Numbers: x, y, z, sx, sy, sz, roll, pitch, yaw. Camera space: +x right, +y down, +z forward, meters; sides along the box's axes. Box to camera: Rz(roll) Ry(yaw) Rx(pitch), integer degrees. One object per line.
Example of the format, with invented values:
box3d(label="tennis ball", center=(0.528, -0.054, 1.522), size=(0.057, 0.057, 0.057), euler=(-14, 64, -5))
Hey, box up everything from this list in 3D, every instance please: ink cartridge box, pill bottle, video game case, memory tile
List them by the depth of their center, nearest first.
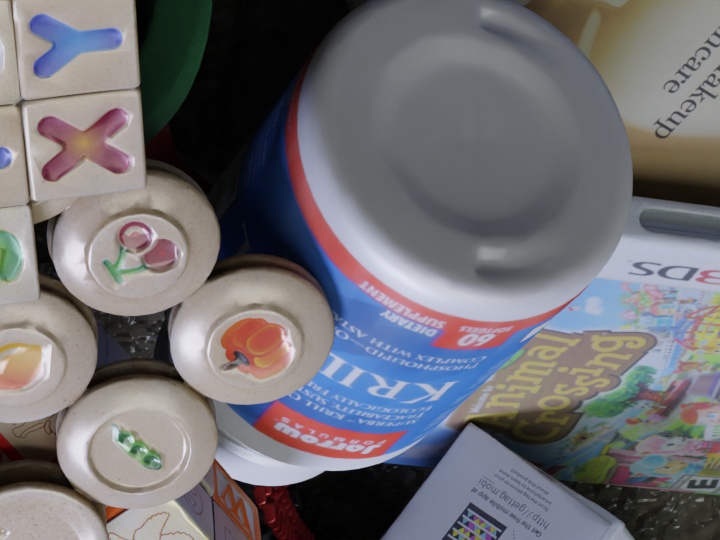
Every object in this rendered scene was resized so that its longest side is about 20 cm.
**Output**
box3d(label="memory tile", center=(-0.117, 0.010, 0.806), size=(0.153, 0.017, 0.200), euler=(-40, 122, 17))
box3d(label="pill bottle", center=(0.000, 0.000, 0.916), size=(0.111, 0.113, 0.200), euler=(3, 155, -21))
box3d(label="video game case", center=(0.107, 0.032, 1.044), size=(0.181, 0.022, 0.200), euler=(7, 151, -16))
box3d(label="ink cartridge box", center=(0.051, 0.187, 1.106), size=(0.176, 0.084, 0.200), euler=(-51, 146, -10))

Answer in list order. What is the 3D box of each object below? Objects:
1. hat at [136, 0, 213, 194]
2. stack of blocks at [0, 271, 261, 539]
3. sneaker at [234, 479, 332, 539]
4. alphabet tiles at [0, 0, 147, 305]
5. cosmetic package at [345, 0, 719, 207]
box3d(label="hat", center=(-0.141, -0.058, 0.902), size=(0.199, 0.166, 0.176), euler=(36, 152, -1))
box3d(label="stack of blocks", center=(-0.133, 0.054, 0.886), size=(0.115, 0.059, 0.200), euler=(-33, 116, 12))
box3d(label="sneaker", center=(-0.060, 0.127, 1.110), size=(0.095, 0.080, 0.201), euler=(-11, 130, 14))
box3d(label="alphabet tiles", center=(-0.157, -0.051, 0.735), size=(0.198, 0.006, 0.167), euler=(-7, 127, -9))
box3d(label="cosmetic package", center=(0.098, -0.084, 0.973), size=(0.199, 0.071, 0.105), euler=(26, 118, -34))
